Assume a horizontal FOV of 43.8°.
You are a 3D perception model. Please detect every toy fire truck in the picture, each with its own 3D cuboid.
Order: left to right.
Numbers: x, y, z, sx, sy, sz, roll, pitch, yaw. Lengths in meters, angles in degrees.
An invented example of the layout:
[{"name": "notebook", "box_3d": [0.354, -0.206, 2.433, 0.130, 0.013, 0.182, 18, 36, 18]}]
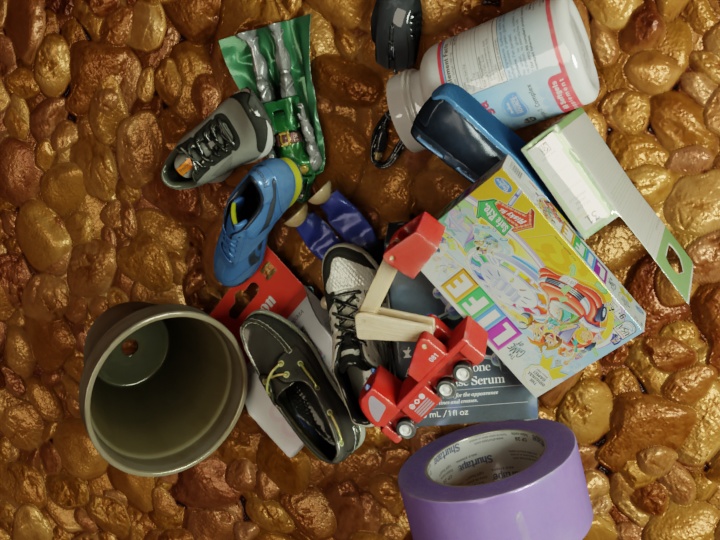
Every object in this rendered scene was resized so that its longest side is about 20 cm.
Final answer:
[{"name": "toy fire truck", "box_3d": [0.045, 0.060, 0.858, 0.140, 0.049, 0.200, 38, 119, -6]}]

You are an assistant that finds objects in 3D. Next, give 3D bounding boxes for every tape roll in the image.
[{"name": "tape roll", "box_3d": [0.143, 0.237, 0.957, 0.196, 0.200, 0.087, -12, 99, 25]}]

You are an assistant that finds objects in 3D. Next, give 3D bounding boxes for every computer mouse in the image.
[{"name": "computer mouse", "box_3d": [0.032, -0.210, 0.975, 0.057, 0.034, 0.205, 10, 108, 19]}]

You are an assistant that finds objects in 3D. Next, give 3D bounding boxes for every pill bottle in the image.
[{"name": "pill bottle", "box_3d": [0.129, -0.190, 0.898, 0.196, 0.109, 0.111, -17, 97, 26]}]

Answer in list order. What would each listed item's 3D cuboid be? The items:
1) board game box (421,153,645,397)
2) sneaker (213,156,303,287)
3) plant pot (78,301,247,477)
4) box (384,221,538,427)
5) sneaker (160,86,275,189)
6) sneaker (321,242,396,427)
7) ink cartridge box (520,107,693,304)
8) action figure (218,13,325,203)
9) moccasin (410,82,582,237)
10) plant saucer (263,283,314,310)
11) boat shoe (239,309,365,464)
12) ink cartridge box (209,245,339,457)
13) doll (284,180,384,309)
[{"name": "board game box", "box_3d": [0.153, 0.010, 0.845, 0.200, 0.034, 0.134, 46, 124, -7]}, {"name": "sneaker", "box_3d": [-0.139, -0.050, 1.033, 0.066, 0.078, 0.201, 49, 130, 15]}, {"name": "plant pot", "box_3d": [-0.259, 0.119, 1.096, 0.173, 0.196, 0.205, 30, 120, 55]}, {"name": "box", "box_3d": [0.107, 0.051, 0.954, 0.145, 0.107, 0.205, -5, 103, 6]}, {"name": "sneaker", "box_3d": [-0.163, -0.138, 1.015, 0.199, 0.079, 0.075, -28, 95, 51]}, {"name": "sneaker", "box_3d": [0.000, 0.071, 0.976, 0.074, 0.088, 0.205, -14, 95, 17]}, {"name": "ink cartridge box", "box_3d": [0.243, -0.059, 0.866, 0.048, 0.145, 0.202, -34, 90, 27]}, {"name": "action figure", "box_3d": [-0.088, -0.176, 1.026, 0.116, 0.055, 0.204, -10, 104, 21]}, {"name": "moccasin", "box_3d": [0.132, -0.093, 0.864, 0.200, 0.081, 0.068, 44, 120, -6]}, {"name": "plant saucer", "box_3d": [-0.081, 0.115, 1.119, 0.068, 0.019, 0.205, 3, 106, 21]}, {"name": "boat shoe", "box_3d": [-0.074, 0.131, 1.027, 0.202, 0.060, 0.072, 49, 116, 8]}, {"name": "ink cartridge box", "box_3d": [-0.099, 0.100, 1.087, 0.200, 0.057, 0.163, 44, 115, 1]}, {"name": "doll", "box_3d": [0.000, 0.000, 1.032, 0.136, 0.049, 0.201, -39, 97, 19]}]
